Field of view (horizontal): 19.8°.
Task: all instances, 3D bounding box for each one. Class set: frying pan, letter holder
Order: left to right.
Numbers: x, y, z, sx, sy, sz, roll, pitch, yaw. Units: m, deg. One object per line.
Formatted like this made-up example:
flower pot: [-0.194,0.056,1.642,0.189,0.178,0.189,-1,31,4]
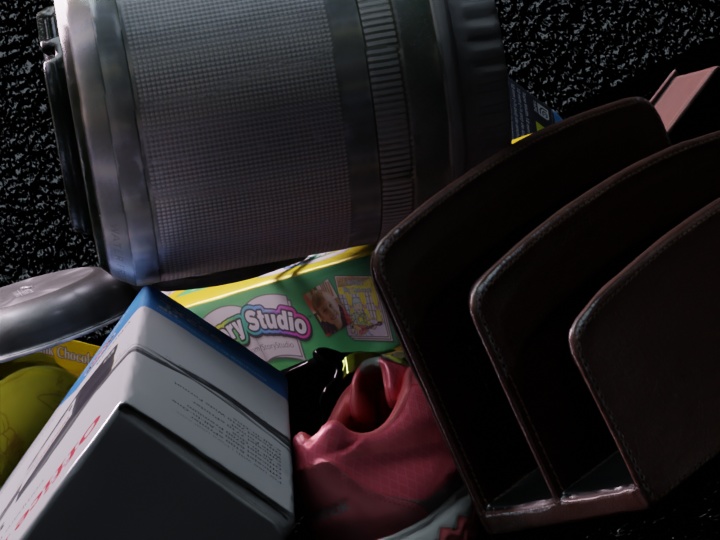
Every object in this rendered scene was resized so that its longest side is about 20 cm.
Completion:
frying pan: [-0.125,0.014,0.989,0.189,0.031,0.115,-15,10,10]
letter holder: [0.120,0.001,0.884,0.200,0.143,0.100,-30,7,-39]

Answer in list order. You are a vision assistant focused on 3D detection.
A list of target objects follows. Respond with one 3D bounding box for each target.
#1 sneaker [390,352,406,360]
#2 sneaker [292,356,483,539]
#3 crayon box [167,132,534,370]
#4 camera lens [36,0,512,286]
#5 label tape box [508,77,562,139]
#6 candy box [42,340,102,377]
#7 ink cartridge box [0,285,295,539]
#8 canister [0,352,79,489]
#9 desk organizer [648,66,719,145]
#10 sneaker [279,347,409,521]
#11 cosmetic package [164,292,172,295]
sneaker: [-0.009,0.091,1.064,0.200,0.077,0.089,-27,19,44]
sneaker: [0.036,0.070,0.915,0.073,0.087,0.200,-21,7,33]
crayon box: [0.000,0.000,1.106,0.199,0.059,0.172,-16,13,45]
camera lens: [-0.043,-0.085,0.957,0.199,0.161,0.160,-10,4,-7]
label tape box: [0.065,-0.066,1.302,0.066,0.200,0.144,-31,42,31]
candy box: [-0.179,0.069,1.237,0.102,0.027,0.199,-22,-28,39]
ink cartridge box: [-0.100,0.104,0.845,0.145,0.084,0.200,-53,10,8]
canister: [-0.189,0.110,1.054,0.086,0.149,0.200,-35,20,-24]
desk organizer: [0.154,-0.020,1.030,0.077,0.072,0.200,-13,31,53]
sneaker: [-0.054,0.085,1.012,0.200,0.072,0.083,-34,-41,31]
cosmetic package: [-0.038,-0.010,1.380,0.199,0.168,0.166,-22,-11,33]
